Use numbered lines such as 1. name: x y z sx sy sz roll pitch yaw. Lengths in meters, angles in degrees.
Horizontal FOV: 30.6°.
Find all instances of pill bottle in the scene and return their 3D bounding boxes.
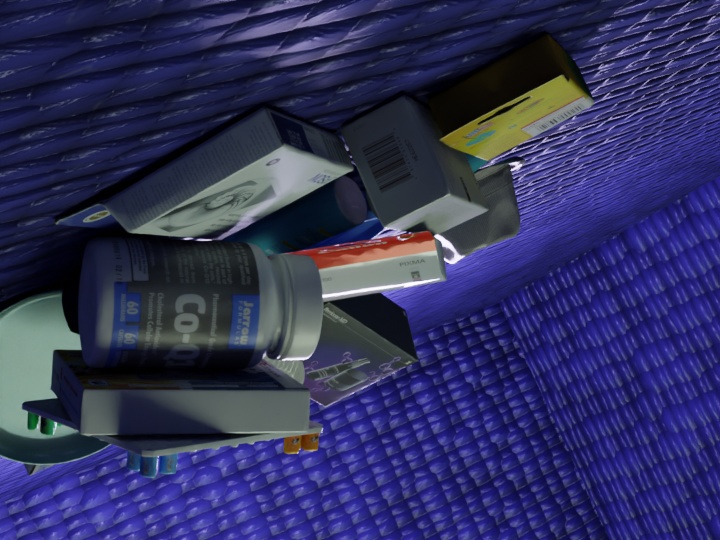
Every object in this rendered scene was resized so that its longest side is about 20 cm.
1. pill bottle: -0.141 0.030 1.158 0.199 0.115 0.114 2 163 -20

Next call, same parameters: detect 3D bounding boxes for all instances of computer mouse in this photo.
1. computer mouse: -0.236 0.081 1.265 0.058 0.201 0.034 -25 -143 -12

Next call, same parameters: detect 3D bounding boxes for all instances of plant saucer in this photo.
1. plant saucer: -0.294 0.100 1.285 0.199 0.201 0.027 -23 -144 -12

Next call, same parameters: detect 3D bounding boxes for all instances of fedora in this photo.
1. fedora: 0.130 -0.065 1.575 0.176 0.091 0.200 -25 -178 6

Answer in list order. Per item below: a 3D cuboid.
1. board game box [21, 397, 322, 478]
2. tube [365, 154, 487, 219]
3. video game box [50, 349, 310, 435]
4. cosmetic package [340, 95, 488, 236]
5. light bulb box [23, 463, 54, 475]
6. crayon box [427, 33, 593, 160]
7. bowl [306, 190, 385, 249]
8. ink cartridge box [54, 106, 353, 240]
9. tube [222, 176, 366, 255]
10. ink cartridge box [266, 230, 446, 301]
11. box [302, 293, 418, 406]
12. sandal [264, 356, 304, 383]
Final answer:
1. board game box: -0.170 0.141 1.187 0.199 0.026 0.199 -2 -171 -45
2. tube: 0.099 -0.115 1.450 0.199 0.051 0.077 -28 -175 -24
3. video game box: -0.165 0.107 1.181 0.199 0.047 0.182 2 -176 -22
4. cosmetic package: 0.056 -0.093 1.227 0.074 0.102 0.200 -25 174 15
5. light bulb box: -0.297 0.123 1.484 0.199 0.125 0.198 -23 172 -25
6. crayon box: 0.142 -0.160 1.229 0.126 0.051 0.200 -27 173 15
7. bowl: -0.061 -0.033 1.493 0.200 0.040 0.201 -24 173 -3
8. ink cartridge box: -0.122 -0.062 1.095 0.199 0.041 0.199 -26 173 14
9. tube: -0.086 -0.036 1.336 0.199 0.051 0.077 -24 155 32
10. ink cartridge box: 0.000 0.000 1.301 0.161 0.057 0.200 -9 -179 6
11. box: -0.045 0.071 1.521 0.141 0.079 0.200 -30 144 20
12. sandal: -0.121 0.106 1.427 0.083 0.050 0.203 -56 152 1
